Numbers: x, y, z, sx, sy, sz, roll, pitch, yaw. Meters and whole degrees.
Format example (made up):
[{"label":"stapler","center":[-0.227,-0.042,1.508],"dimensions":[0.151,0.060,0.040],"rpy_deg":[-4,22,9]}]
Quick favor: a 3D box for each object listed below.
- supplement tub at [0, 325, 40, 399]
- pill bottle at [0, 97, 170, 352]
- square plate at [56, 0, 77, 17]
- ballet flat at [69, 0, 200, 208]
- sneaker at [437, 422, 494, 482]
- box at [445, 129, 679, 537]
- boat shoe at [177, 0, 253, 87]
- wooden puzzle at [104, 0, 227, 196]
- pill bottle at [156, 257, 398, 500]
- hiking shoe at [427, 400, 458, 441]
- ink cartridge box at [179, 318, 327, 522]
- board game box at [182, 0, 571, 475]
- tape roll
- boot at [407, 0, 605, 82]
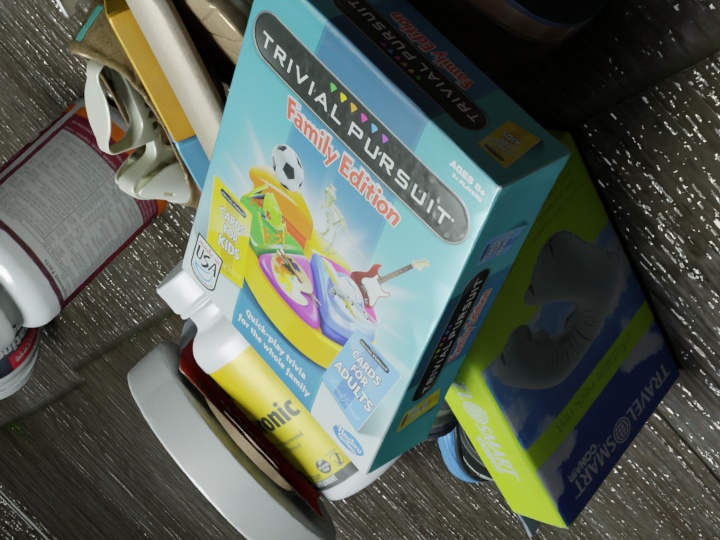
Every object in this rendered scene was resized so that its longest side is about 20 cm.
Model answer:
[{"label":"supplement tub","center":[-0.423,0.044,1.590],"dimensions":[0.140,0.140,0.201],"rpy_deg":[34,155,19]},{"label":"pill bottle","center":[-0.242,-0.029,1.111],"dimensions":[0.109,0.200,0.110],"rpy_deg":[35,155,19]},{"label":"square plate","center":[-0.196,-0.252,0.781],"dimensions":[0.199,0.028,0.200],"rpy_deg":[63,-178,-30]},{"label":"ballet flat","center":[-0.145,-0.096,1.006],"dimensions":[0.068,0.072,0.201],"rpy_deg":[24,150,35]},{"label":"sneaker","center":[0.080,0.061,0.936],"dimensions":[0.082,0.071,0.201],"rpy_deg":[2,135,23]},{"label":"box","center":[0.098,0.040,0.784],"dimensions":[0.047,0.122,0.201],"rpy_deg":[12,141,48]},{"label":"boat shoe","center":[-0.046,-0.125,0.812],"dimensions":[0.072,0.065,0.200],"rpy_deg":[42,175,15]},{"label":"wooden puzzle","center":[-0.111,-0.129,0.843],"dimensions":[0.201,0.037,0.186],"rpy_deg":[-116,1,-50]},{"label":"pill bottle","center":[-0.050,0.059,1.065],"dimensions":[0.200,0.111,0.111],"rpy_deg":[48,156,-9]},{"label":"hiking shoe","center":[0.000,0.000,0.857],"dimensions":[0.200,0.075,0.101],"rpy_deg":[44,127,21]},{"label":"ink cartridge box","center":[-0.073,0.099,1.155],"dimensions":[0.162,0.050,0.200],"rpy_deg":[48,179,-9]},{"label":"board game box","center":[-0.005,-0.024,0.680],"dimensions":[0.151,0.047,0.201],"rpy_deg":[46,140,22]},{"label":"tape roll","center":[-0.096,0.138,1.115],"dimensions":[0.203,0.037,0.203],"rpy_deg":[48,-179,-1]},{"label":"boot","center":[0.009,-0.158,0.659],"dimensions":[0.200,0.075,0.097],"rpy_deg":[42,154,-2]}]
